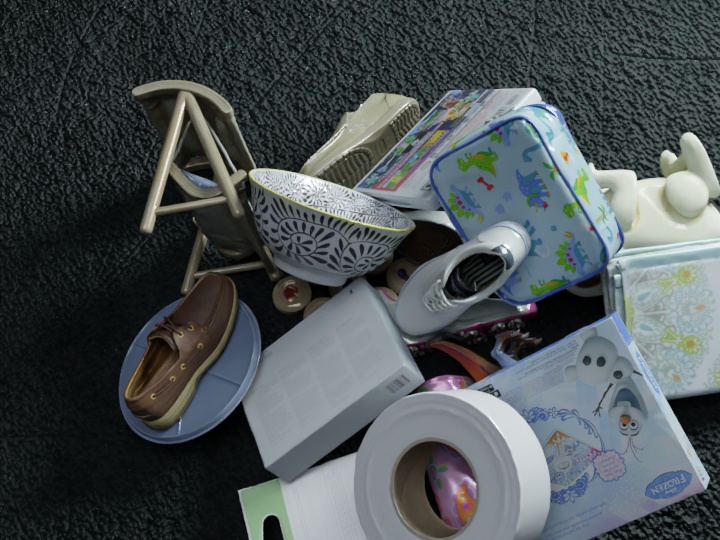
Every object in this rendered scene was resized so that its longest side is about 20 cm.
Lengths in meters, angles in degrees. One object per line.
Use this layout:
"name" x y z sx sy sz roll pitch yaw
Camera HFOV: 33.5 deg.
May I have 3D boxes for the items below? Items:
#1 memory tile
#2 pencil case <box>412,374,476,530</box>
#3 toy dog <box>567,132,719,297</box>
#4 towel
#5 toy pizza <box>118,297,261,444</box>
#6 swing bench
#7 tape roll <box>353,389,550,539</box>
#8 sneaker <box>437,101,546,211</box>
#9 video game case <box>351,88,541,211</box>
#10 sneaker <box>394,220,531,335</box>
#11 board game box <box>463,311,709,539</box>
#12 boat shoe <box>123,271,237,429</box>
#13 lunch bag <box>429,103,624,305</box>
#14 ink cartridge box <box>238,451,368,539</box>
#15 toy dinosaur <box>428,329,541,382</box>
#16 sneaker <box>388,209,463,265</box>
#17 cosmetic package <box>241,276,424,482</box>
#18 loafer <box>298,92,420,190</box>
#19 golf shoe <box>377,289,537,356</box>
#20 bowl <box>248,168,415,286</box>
"memory tile" 0.000 0.000 1.488 0.153 0.017 0.200 34 75 21
"pencil case" 0.113 0.216 1.340 0.087 0.087 0.200 -17 64 2
"toy dog" 0.316 -0.042 1.404 0.200 0.140 0.194 -24 93 -2
"towel" 0.371 0.054 1.338 0.200 0.048 0.171 -8 99 -3
"toy pizza" -0.202 0.117 1.437 0.200 0.032 0.200 -15 55 22
"swing bench" -0.187 -0.103 1.464 0.130 0.199 0.200 -9 66 5
"tape roll" 0.093 0.225 1.242 0.202 0.071 0.203 -2 86 33
"sneaker" 0.171 -0.122 1.478 0.200 0.078 0.091 -37 92 -7
"video game case" 0.102 -0.151 1.464 0.200 0.023 0.182 -46 26 -17
"sneaker" 0.098 0.014 1.306 0.073 0.200 0.071 49 37 2
"board game box" 0.229 0.176 1.261 0.200 0.043 0.199 -29 86 23
"boat shoe" -0.209 0.085 1.395 0.072 0.068 0.200 14 69 36
"lunch bag" 0.178 -0.071 1.311 0.161 0.082 0.200 -28 97 34
"ink cartridge box" -0.023 0.288 1.348 0.200 0.048 0.146 -19 65 3
"toy dinosaur" 0.187 0.164 1.343 0.200 0.105 0.182 -6 76 13
"sneaker" 0.133 -0.042 1.459 0.200 0.073 0.085 12 36 7
"cosmetic package" -0.041 0.123 1.369 0.200 0.052 0.151 -37 47 11
"loafer" -0.010 -0.158 1.531 0.200 0.076 0.068 -40 50 -22
"golf shoe" 0.106 0.045 1.414 0.200 0.075 0.092 -11 72 3
"bowl" -0.045 -0.041 1.381 0.200 0.201 0.094 22 104 18
